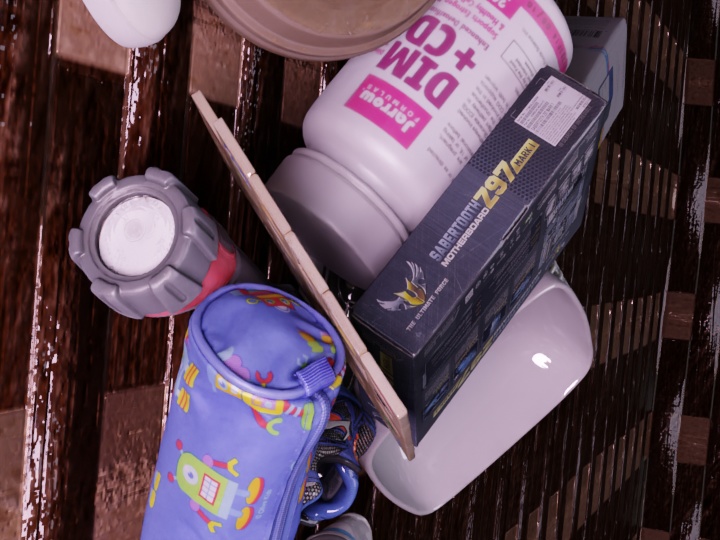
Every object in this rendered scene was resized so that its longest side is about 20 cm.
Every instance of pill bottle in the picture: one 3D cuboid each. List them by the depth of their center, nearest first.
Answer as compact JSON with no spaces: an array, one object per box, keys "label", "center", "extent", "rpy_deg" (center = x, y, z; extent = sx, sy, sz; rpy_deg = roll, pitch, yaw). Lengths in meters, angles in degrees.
[{"label":"pill bottle","center":[0.035,-0.094,0.792],"extent":[0.201,0.113,0.114],"rpy_deg":[-52,150,-13]}]

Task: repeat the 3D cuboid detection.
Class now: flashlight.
[{"label":"flashlight","center":[-0.082,0.015,0.666],"extent":[0.200,0.067,0.069],"rpy_deg":[58,51,-67]}]

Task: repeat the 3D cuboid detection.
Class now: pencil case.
[{"label":"pencil case","center":[-0.062,0.108,0.626],"extent":[0.078,0.086,0.202],"rpy_deg":[-30,143,-50]}]

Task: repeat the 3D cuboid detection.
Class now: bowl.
[{"label":"bowl","center":[0.074,0.079,0.950],"extent":[0.199,0.075,0.200],"rpy_deg":[-42,152,-3]}]

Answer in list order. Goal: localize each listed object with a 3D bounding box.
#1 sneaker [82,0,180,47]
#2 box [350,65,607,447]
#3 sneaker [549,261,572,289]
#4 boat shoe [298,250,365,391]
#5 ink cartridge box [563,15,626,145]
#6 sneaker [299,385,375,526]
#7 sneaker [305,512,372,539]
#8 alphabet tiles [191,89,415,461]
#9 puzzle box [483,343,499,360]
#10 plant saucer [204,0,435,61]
[{"label":"sneaker","center":[-0.091,-0.193,0.550],"extent":[0.073,0.083,0.203],"rpy_deg":[-55,147,-54]},{"label":"box","center":[0.072,-0.004,0.779],"extent":[0.201,0.051,0.158],"rpy_deg":[-51,161,-18]},{"label":"sneaker","center":[0.152,0.011,1.075],"extent":[0.070,0.080,0.203],"rpy_deg":[-33,125,-21]},{"label":"boat shoe","center":[0.000,0.000,0.870],"extent":[0.071,0.063,0.204],"rpy_deg":[15,83,-69]},{"label":"ink cartridge box","center":[0.142,-0.155,1.095],"extent":[0.200,0.143,0.089],"rpy_deg":[-50,142,-58]},{"label":"sneaker","center":[-0.032,0.118,0.766],"extent":[0.076,0.078,0.199],"rpy_deg":[-56,163,12]},{"label":"sneaker","center":[-0.005,0.273,0.928],"extent":[0.087,0.074,0.204],"rpy_deg":[-39,132,-70]},{"label":"alphabet tiles","center":[-0.028,0.004,0.661],"extent":[0.202,0.007,0.167],"rpy_deg":[58,-5,14]},{"label":"puzzle box","center":[0.068,-0.006,0.990],"extent":[0.131,0.025,0.203],"rpy_deg":[-18,124,-19]},{"label":"plant saucer","center":[-0.011,-0.212,0.676],"extent":[0.197,0.029,0.204],"rpy_deg":[-10,110,-29]}]
